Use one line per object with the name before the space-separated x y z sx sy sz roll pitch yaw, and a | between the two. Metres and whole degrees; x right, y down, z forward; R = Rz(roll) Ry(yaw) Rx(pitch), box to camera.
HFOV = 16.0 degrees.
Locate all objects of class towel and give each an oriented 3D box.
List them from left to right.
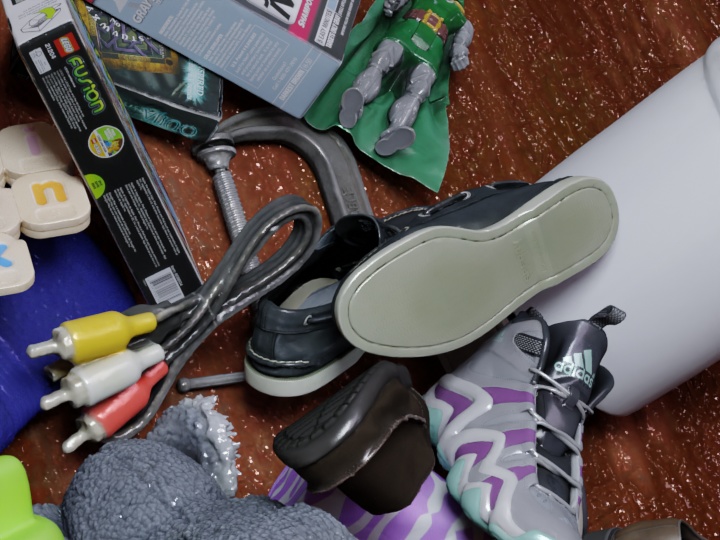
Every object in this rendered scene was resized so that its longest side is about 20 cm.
towel | -0.229 0.028 1.446 0.148 0.049 0.200 51 47 -5

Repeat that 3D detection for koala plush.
koala plush | -0.092 0.160 1.380 0.177 0.184 0.200 -32 53 -20

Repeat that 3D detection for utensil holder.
utensil holder | 0.203 -0.027 1.620 0.170 0.200 0.170 43 25 -26

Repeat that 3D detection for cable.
cable | -0.096 0.036 1.450 0.199 0.098 0.050 -28 36 -19

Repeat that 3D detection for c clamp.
c clamp | -0.052 -0.018 1.598 0.170 0.027 0.201 2 61 -31

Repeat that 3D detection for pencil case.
pencil case | 0.038 0.166 1.510 0.200 0.086 0.084 38 11 -7

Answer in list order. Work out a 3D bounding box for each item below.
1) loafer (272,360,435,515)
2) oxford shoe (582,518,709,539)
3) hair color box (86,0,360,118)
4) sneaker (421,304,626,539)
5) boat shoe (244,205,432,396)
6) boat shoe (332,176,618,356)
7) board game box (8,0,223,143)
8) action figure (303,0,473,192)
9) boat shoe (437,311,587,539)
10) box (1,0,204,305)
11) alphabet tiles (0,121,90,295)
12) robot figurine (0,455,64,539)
loafer | 0.011 0.094 1.379 0.072 0.073 0.200 56 12 4
oxford shoe | 0.220 0.216 1.562 0.200 0.084 0.073 42 37 -39
hair color box | -0.100 -0.190 1.599 0.199 0.061 0.099 28 44 -12
sneaker | 0.110 0.081 1.482 0.078 0.140 0.200 36 10 -32
boat shoe | -0.002 -0.001 1.552 0.074 0.067 0.199 23 41 34
boat shoe | 0.057 -0.008 1.511 0.199 0.066 0.075 -29 113 -26
board game box | -0.149 -0.181 1.623 0.135 0.028 0.201 20 46 -22
action figure | 0.034 -0.147 1.713 0.118 0.055 0.200 37 39 -9
boat shoe | 0.102 0.092 1.599 0.063 0.072 0.201 14 49 -54
box | -0.149 -0.081 1.462 0.035 0.201 0.110 -25 37 -1
alphabet tiles | -0.253 -0.037 1.418 0.198 0.015 0.196 -11 39 -13
robot figurine | -0.196 0.197 1.282 0.116 0.174 0.202 -24 107 -61
